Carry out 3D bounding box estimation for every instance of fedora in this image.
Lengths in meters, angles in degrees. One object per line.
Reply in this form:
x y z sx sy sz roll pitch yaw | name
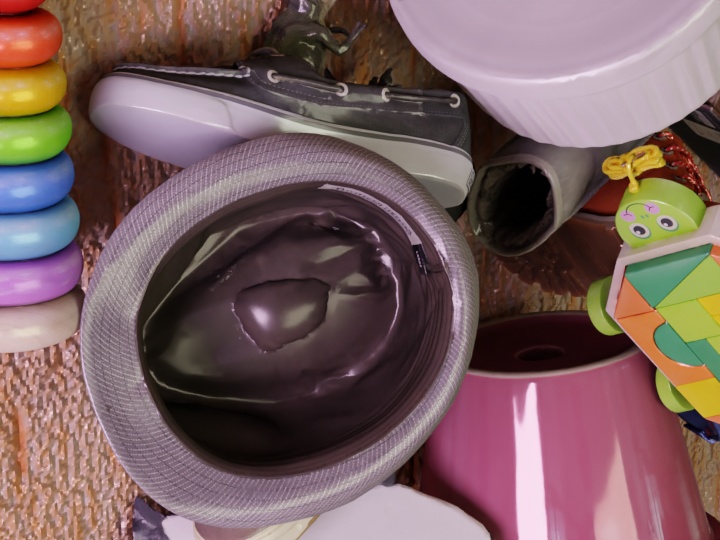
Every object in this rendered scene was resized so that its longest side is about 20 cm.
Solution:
-0.044 0.026 1.235 0.199 0.090 0.178 -30 100 -13 | fedora

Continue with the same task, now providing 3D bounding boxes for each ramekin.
0.118 -0.155 1.313 0.203 0.202 0.094 -53 145 -12 | ramekin

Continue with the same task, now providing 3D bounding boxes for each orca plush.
-0.031 0.164 1.398 0.199 0.106 0.071 -11 151 -21 | orca plush

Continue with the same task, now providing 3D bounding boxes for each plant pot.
0.114 0.126 1.487 0.199 0.199 0.180 -18 109 -41 | plant pot

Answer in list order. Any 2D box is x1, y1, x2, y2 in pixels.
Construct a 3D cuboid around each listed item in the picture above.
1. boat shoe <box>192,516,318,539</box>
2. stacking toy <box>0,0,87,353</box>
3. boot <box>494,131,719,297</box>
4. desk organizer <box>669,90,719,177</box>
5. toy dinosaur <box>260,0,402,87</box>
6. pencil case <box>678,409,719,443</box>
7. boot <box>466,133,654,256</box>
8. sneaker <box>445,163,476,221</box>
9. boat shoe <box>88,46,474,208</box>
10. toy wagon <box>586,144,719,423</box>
-0.023 0.071 1.365 0.201 0.071 0.066 -49 143 -32 | boat shoe
-0.164 -0.069 1.153 0.085 0.085 0.202 -15 114 -42 | stacking toy
0.173 -0.037 1.444 0.107 0.199 0.075 -52 130 -24 | boot
0.247 -0.100 1.585 0.200 0.071 0.077 36 81 -51 | desk organizer
-0.027 -0.077 1.317 0.088 0.047 0.201 19 98 -33 | toy dinosaur
0.276 0.034 1.658 0.199 0.078 0.087 -36 126 -13 | pencil case
0.152 -0.108 1.382 0.199 0.073 0.182 -33 161 -32 | boot
0.000 0.000 1.360 0.200 0.082 0.074 -37 134 -29 | sneaker
-0.037 -0.077 1.260 0.199 0.069 0.057 12 72 -21 | boat shoe
0.192 0.015 1.361 0.200 0.155 0.040 46 50 -27 | toy wagon
